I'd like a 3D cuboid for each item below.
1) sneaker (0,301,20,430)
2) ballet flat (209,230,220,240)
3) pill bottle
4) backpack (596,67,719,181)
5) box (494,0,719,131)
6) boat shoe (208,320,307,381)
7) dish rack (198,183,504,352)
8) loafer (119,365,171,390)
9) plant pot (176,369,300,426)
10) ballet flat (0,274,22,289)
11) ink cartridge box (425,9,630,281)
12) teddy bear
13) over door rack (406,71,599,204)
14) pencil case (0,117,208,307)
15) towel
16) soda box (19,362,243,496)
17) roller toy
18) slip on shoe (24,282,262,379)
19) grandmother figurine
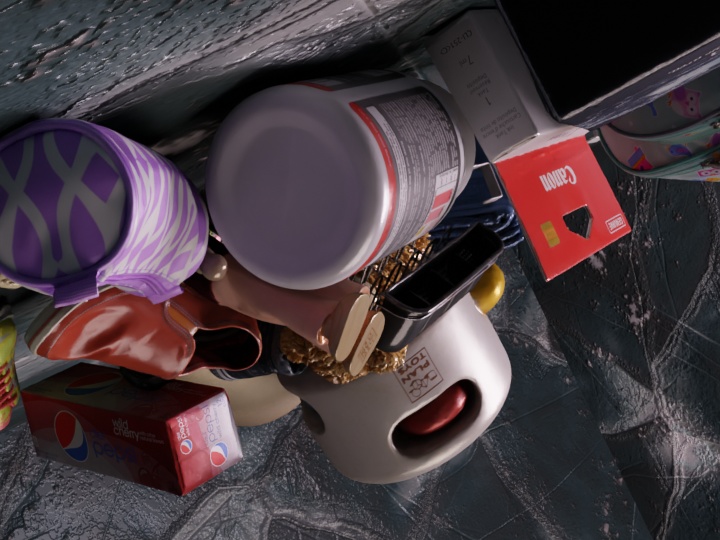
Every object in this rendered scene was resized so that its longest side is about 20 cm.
[{"bbox_3d":[-0.311,0.087,1.021,0.077,0.091,0.200,-24,175,-20],"label":"sneaker"},{"bbox_3d":[-0.182,-0.005,0.941,0.199,0.076,0.064,-33,144,31],"label":"ballet flat"},{"bbox_3d":[-0.002,-0.065,0.771,0.115,0.117,0.200,-27,180,27],"label":"pill bottle"},{"bbox_3d":[0.229,-0.151,0.818,0.152,0.178,0.200,-7,167,-27],"label":"backpack"},{"bbox_3d":[0.155,-0.157,0.537,0.195,0.118,0.200,-27,179,15],"label":"box"},{"bbox_3d":[-0.055,0.004,1.036,0.090,0.071,0.202,-2,-125,36],"label":"boat shoe"},{"bbox_3d":[-0.013,-0.028,0.879,0.153,0.199,0.055,-33,152,-55],"label":"dish rack"},{"bbox_3d":[-0.125,0.003,0.968,0.201,0.072,0.072,-57,177,-10],"label":"loafer"},{"bbox_3d":[-0.147,0.042,1.110,0.186,0.189,0.200,-27,163,16],"label":"plant pot"},{"bbox_3d":[-0.197,-0.005,0.806,0.067,0.047,0.200,-27,178,1],"label":"ballet flat"},{"bbox_3d":[0.140,-0.099,0.876,0.044,0.178,0.199,-30,177,30],"label":"ink cartridge box"},{"bbox_3d":[0.000,0.000,0.955,0.200,0.144,0.067,-43,167,-54],"label":"teddy bear"},{"bbox_3d":[0.074,-0.113,1.000,0.198,0.067,0.147,1,161,-35],"label":"over door rack"},{"bbox_3d":[-0.130,-0.025,0.638,0.083,0.086,0.200,-25,179,5],"label":"pencil case"},{"bbox_3d":[0.088,-0.073,1.181,0.110,0.049,0.201,-7,-150,3],"label":"towel"},{"bbox_3d":[-0.189,0.124,1.002,0.198,0.064,0.070,3,-160,42],"label":"soda box"},{"bbox_3d":[0.027,0.075,1.060,0.198,0.141,0.183,-15,-152,33],"label":"roller toy"},{"bbox_3d":[-0.143,0.043,0.865,0.199,0.061,0.074,4,134,-51],"label":"slip on shoe"},{"bbox_3d":[-0.082,0.003,0.797,0.061,0.198,0.122,-58,159,-18],"label":"grandmother figurine"}]
